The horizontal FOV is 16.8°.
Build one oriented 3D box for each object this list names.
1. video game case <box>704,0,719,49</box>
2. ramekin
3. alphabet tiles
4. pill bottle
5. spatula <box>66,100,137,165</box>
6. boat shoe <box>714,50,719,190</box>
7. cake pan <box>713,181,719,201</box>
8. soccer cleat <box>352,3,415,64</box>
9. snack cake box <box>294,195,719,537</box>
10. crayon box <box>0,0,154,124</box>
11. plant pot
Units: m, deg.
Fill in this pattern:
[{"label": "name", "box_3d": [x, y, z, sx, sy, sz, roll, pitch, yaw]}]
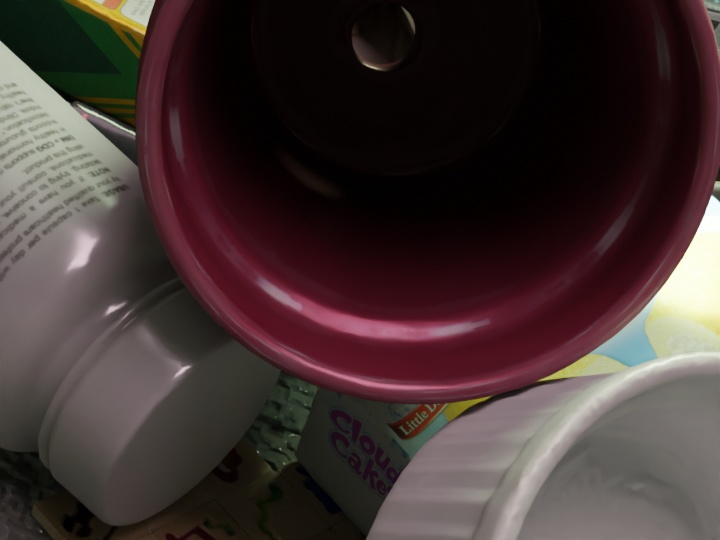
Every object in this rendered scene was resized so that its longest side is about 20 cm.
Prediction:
[{"label": "video game case", "box_3d": [0.082, -0.177, 1.093, 0.181, 0.023, 0.200, 8, 39, -39]}, {"label": "ramekin", "box_3d": [0.091, 0.128, 0.839, 0.200, 0.098, 0.202, 1, 88, -34]}, {"label": "alphabet tiles", "box_3d": [-0.024, 0.139, 0.906, 0.167, 0.008, 0.200, -24, 60, -42]}, {"label": "pill bottle", "box_3d": [-0.130, -0.005, 0.921, 0.200, 0.114, 0.113, 42, 42, 20]}, {"label": "spatula", "box_3d": [-0.141, -0.072, 1.047, 0.199, 0.057, 0.021, 28, -5, -7]}, {"label": "boat shoe", "box_3d": [0.133, -0.064, 1.166, 0.200, 0.072, 0.066, -18, 28, -25]}, {"label": "cake pan", "box_3d": [0.186, 0.041, 1.096, 0.199, 0.037, 0.201, 14, 41, -13]}, {"label": "soccer cleat", "box_3d": [0.017, -0.136, 1.074, 0.077, 0.069, 0.201, 1, 46, -24]}, {"label": "snack cake box", "box_3d": [0.088, 0.052, 0.972, 0.200, 0.067, 0.115, -30, 65, -31]}, {"label": "crayon box", "box_3d": [-0.072, -0.114, 1.107, 0.199, 0.052, 0.126, 26, 40, 2]}, {"label": "plant pot", "box_3d": [0.019, -0.073, 0.893, 0.199, 0.201, 0.179, 18, 15, -9]}]
